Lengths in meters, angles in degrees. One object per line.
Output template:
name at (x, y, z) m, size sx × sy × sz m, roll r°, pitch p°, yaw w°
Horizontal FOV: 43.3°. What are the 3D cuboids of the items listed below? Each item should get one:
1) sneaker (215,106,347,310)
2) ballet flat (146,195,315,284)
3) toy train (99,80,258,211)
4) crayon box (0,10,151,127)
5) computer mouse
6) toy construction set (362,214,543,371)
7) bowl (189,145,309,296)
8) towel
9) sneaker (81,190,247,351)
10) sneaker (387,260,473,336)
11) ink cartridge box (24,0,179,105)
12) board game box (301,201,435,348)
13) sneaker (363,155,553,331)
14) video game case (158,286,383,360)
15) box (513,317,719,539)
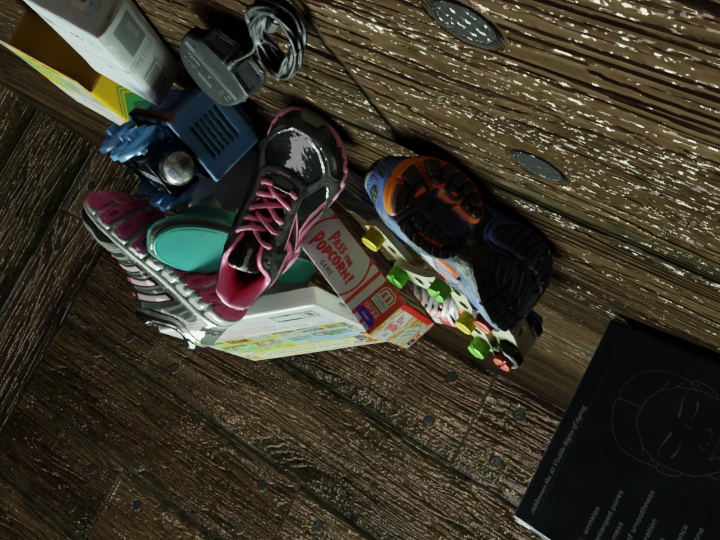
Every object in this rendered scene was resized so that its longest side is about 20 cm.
sneaker at (-0.073, -0.041, 0.746) m, size 0.078 × 0.096 × 0.201 m, roll 29°, pitch 134°, yaw 2°
ballet flat at (-0.128, -0.034, 0.878) m, size 0.198 × 0.067 × 0.071 m, roll 13°, pitch -138°, yaw -44°
toy train at (-0.176, -0.123, 0.863) m, size 0.087 × 0.114 × 0.199 m, roll 52°, pitch 168°, yaw -24°
crayon box at (-0.319, -0.229, 1.057) m, size 0.124 × 0.052 × 0.200 m, roll 29°, pitch 176°, yaw 13°
computer mouse at (-0.070, -0.141, 0.564) m, size 0.059 × 0.034 × 0.199 m, roll 49°, pitch 165°, yaw -19°
toy construction set at (0.095, 0.018, 0.810) m, size 0.130 × 0.093 × 0.199 m, roll 26°, pitch 175°, yaw 39°
bowl at (-0.115, -0.048, 1.022) m, size 0.073 × 0.204 × 0.200 m, roll -8°, pitch 166°, yaw 15°
towel at (-0.005, -0.072, 0.932) m, size 0.199 × 0.024 × 0.146 m, roll 33°, pitch 176°, yaw -37°
sneaker at (-0.206, 0.006, 0.898) m, size 0.199 × 0.088 × 0.074 m, roll 39°, pitch -149°, yaw 4°
sneaker at (0.085, 0.033, 1.010) m, size 0.196 × 0.073 × 0.112 m, roll 7°, pitch -177°, yaw -17°
ink cartridge box at (-0.260, -0.221, 0.749) m, size 0.197 × 0.048 × 0.160 m, roll 28°, pitch 176°, yaw 7°
board game box at (0.000, 0.000, 0.904) m, size 0.152 × 0.046 × 0.200 m, roll 52°, pitch -175°, yaw 14°
sneaker at (0.076, -0.027, 0.675) m, size 0.200 × 0.076 × 0.078 m, roll 43°, pitch 177°, yaw -37°
video game case at (-0.087, 0.062, 0.990) m, size 0.197 × 0.023 × 0.181 m, roll -11°, pitch 160°, yaw 26°
box at (0.269, 0.178, 0.762) m, size 0.123 × 0.203 × 0.195 m, roll 31°, pitch 176°, yaw -43°
